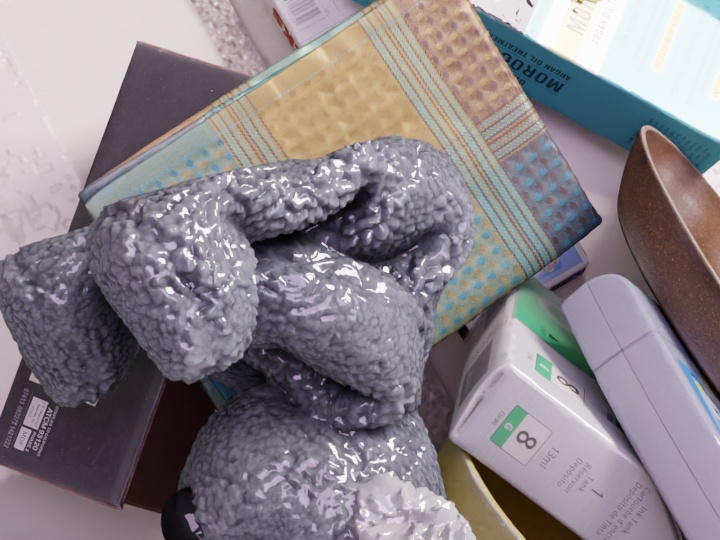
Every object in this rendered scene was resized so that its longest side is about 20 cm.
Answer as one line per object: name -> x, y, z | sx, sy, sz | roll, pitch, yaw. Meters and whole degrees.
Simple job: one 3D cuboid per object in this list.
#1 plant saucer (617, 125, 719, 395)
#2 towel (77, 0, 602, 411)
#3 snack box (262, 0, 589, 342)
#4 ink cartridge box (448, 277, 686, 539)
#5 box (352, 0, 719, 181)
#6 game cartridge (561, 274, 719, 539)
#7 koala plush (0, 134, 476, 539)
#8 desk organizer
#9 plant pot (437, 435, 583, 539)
plant saucer -> 0.175, 0.024, 0.989 | 0.034, 0.200, 0.201 | -35, 82, 16
towel -> -0.006, -0.026, 0.961 | 0.199, 0.022, 0.147 | -35, 99, -15
snack box -> 0.031, -0.070, 1.064 | 0.072, 0.024, 0.201 | -28, 82, -12
ink cartridge box -> 0.132, 0.092, 0.960 | 0.199, 0.161, 0.050 | 36, 104, -3
box -> 0.099, -0.129, 1.059 | 0.199, 0.049, 0.083 | 27, 65, -7
game cartridge -> 0.158, 0.095, 0.912 | 0.040, 0.133, 0.201 | -37, 62, 16
koala plush -> -0.020, 0.061, 0.859 | 0.183, 0.177, 0.202 | -16, 89, -27
desk organizer -> -0.093, 0.007, 0.998 | 0.071, 0.077, 0.202 | 18, 84, 19
plant pot -> 0.079, 0.180, 0.938 | 0.200, 0.200, 0.142 | 39, 103, 3
